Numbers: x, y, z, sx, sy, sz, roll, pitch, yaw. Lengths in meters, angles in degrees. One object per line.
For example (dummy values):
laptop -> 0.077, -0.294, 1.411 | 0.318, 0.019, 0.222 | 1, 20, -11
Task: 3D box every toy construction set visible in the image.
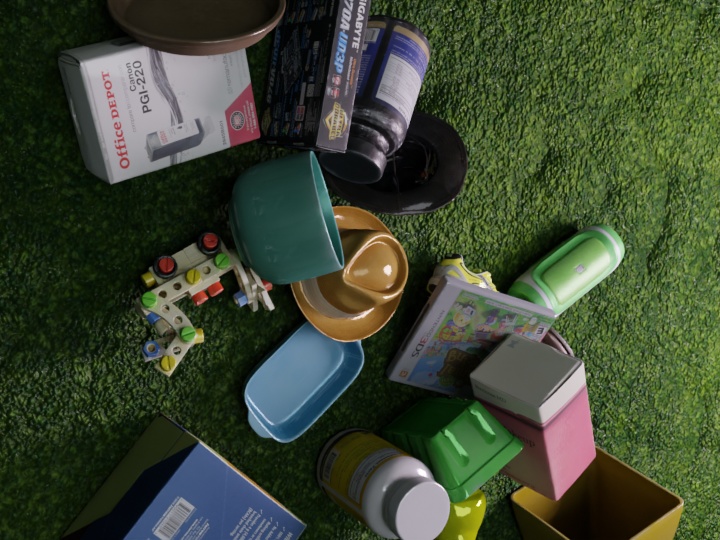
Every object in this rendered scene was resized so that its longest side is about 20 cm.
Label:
toy construction set -> -0.194, 0.033, 1.160 | 0.200, 0.092, 0.131 | -29, 84, -37

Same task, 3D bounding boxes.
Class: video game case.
video game case -> 0.163, 0.109, 1.380 | 0.200, 0.022, 0.182 | 17, 117, -25

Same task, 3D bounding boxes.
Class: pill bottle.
pill bottle -> 0.014, -0.219, 1.213 | 0.112, 0.112, 0.200 | 31, 66, -32
pill bottle -> 0.031, 0.296, 1.282 | 0.112, 0.200, 0.113 | -6, 102, -29

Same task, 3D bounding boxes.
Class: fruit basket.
fruit basket -> 0.136, 0.296, 1.349 | 0.155, 0.215, 0.216 | -35, 115, -24

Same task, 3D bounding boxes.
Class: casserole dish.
casserole dish -> -0.082, 0.141, 1.284 | 0.200, 0.039, 0.121 | -45, 118, -19

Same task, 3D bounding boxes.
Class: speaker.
speaker -> 0.327, 0.006, 1.493 | 0.200, 0.088, 0.089 | -35, 115, -23

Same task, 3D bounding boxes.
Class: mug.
mug -> -0.093, -0.060, 1.164 | 0.114, 0.185, 0.153 | -15, 88, 4

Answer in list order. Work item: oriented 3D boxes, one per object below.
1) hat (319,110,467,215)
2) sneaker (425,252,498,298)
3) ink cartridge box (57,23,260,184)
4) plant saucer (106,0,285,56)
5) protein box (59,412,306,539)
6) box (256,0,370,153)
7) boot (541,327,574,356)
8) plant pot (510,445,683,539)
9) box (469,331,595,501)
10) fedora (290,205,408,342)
hat -> 0.043, -0.133, 1.284 | 0.200, 0.201, 0.081 | -36, 159, -23
sneaker -> 0.187, 0.043, 1.417 | 0.200, 0.075, 0.077 | 33, 75, -36
ink cartridge box -> -0.231, -0.202, 1.094 | 0.200, 0.085, 0.146 | -21, 118, -26
plant saucer -> -0.185, -0.297, 1.067 | 0.200, 0.200, 0.030 | -23, 139, -27
protein box -> -0.218, 0.326, 1.170 | 0.200, 0.135, 0.199 | 46, 73, -29
box -> -0.060, -0.249, 1.159 | 0.046, 0.159, 0.201 | 7, 94, -34
boot -> 0.259, 0.203, 1.502 | 0.200, 0.064, 0.187 | -36, 113, -17
plant pot -> 0.389, 0.444, 1.551 | 0.200, 0.200, 0.177 | -24, 121, -27
box -> 0.252, 0.212, 1.361 | 0.109, 0.128, 0.200 | -39, 131, -28
fedora -> 0.000, 0.000, 1.261 | 0.200, 0.082, 0.201 | 7, 78, -37
